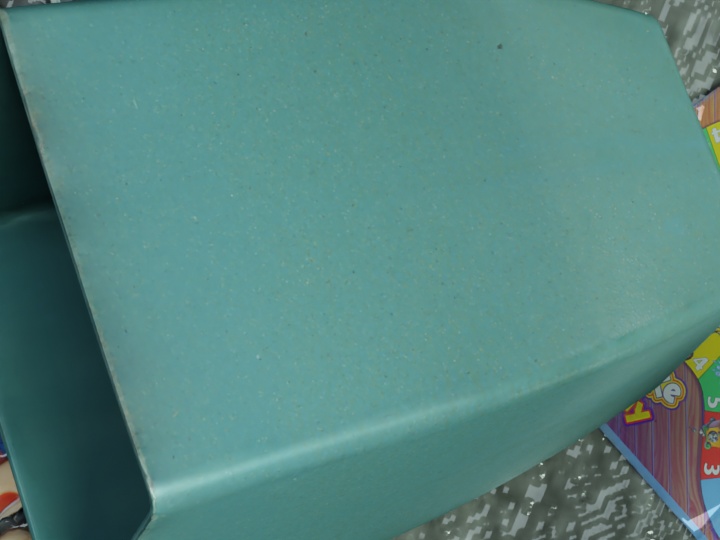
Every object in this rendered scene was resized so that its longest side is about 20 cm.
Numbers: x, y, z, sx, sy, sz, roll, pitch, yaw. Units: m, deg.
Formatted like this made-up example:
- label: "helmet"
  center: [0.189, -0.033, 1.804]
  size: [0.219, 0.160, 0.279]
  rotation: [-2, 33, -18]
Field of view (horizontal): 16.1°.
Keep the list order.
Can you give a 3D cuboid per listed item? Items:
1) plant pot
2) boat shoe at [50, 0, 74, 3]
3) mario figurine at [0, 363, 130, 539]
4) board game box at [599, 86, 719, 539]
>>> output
- label: "plant pot"
  center: [0.000, 0.000, 0.730]
  size: [0.199, 0.141, 0.142]
  rotation: [-13, 72, -20]
- label: "boat shoe"
  center: [-0.060, -0.028, 0.856]
  size: [0.062, 0.073, 0.202]
  rotation: [-16, 85, 43]
- label: "mario figurine"
  center: [-0.126, 0.056, 0.825]
  size: [0.106, 0.124, 0.200]
  rotation: [-41, 79, -21]
- label: "board game box"
  center: [0.150, 0.025, 0.764]
  size: [0.158, 0.039, 0.200]
  rotation: [-46, 67, 12]
